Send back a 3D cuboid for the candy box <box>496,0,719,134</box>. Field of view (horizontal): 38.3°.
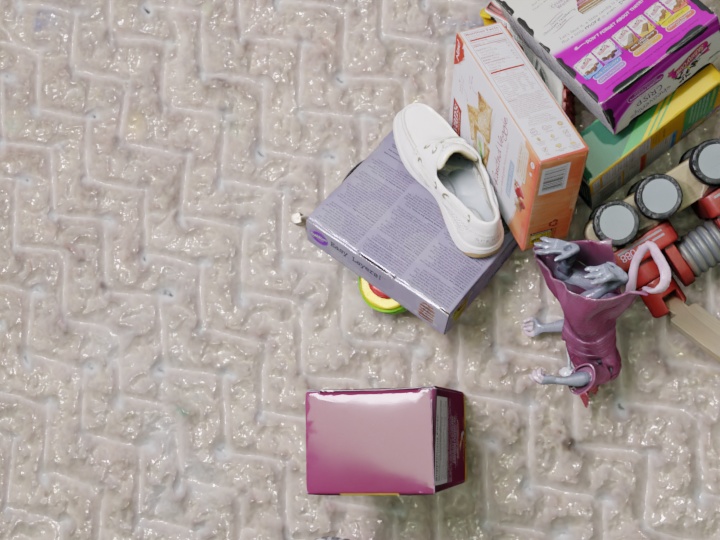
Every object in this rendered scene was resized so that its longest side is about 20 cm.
[{"bbox_3d":[0.246,-0.248,1.039,0.136,0.061,0.200,-36,53,6],"label":"candy box"}]

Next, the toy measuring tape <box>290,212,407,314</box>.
[{"bbox_3d":[0.000,0.000,1.165,0.199,0.074,0.074,23,88,16],"label":"toy measuring tape"}]

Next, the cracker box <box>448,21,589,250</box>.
[{"bbox_3d":[0.156,-0.140,1.070,0.057,0.134,0.201,-16,54,-11],"label":"cracker box"}]

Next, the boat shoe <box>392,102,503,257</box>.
[{"bbox_3d":[0.097,-0.111,1.091,0.071,0.069,0.200,-22,63,-16],"label":"boat shoe"}]

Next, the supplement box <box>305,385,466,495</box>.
[{"bbox_3d":[0.033,0.173,1.062,0.130,0.200,0.104,-2,81,15],"label":"supplement box"}]

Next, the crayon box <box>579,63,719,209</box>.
[{"bbox_3d":[0.304,-0.155,1.079,0.200,0.126,0.052,-38,75,6],"label":"crayon box"}]

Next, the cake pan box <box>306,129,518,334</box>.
[{"bbox_3d":[0.066,-0.056,1.125,0.200,0.052,0.184,33,61,15],"label":"cake pan box"}]

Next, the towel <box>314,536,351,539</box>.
[{"bbox_3d":[0.014,0.395,1.098,0.165,0.086,0.201,8,83,14],"label":"towel"}]

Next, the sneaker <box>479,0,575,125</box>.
[{"bbox_3d":[0.187,-0.220,1.151,0.082,0.078,0.201,-18,69,15],"label":"sneaker"}]

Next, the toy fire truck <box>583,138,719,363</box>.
[{"bbox_3d":[0.350,-0.013,1.059,0.176,0.129,0.201,-32,87,7],"label":"toy fire truck"}]

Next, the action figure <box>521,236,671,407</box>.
[{"bbox_3d":[0.236,0.054,1.056,0.148,0.201,0.134,-12,36,8],"label":"action figure"}]
